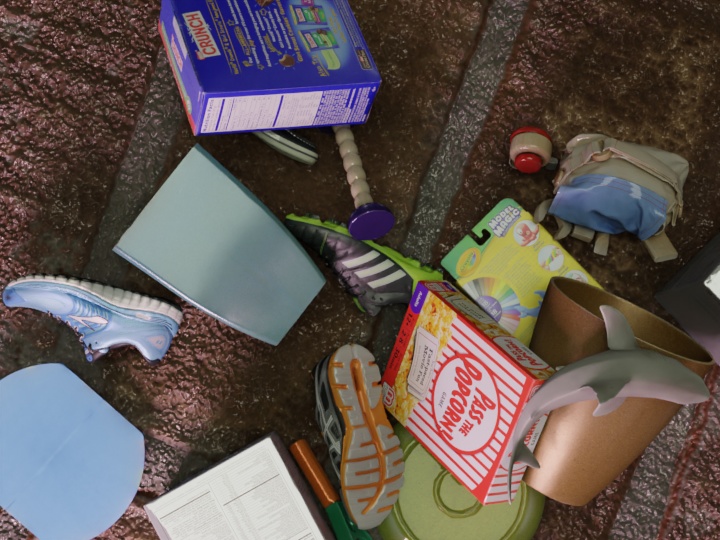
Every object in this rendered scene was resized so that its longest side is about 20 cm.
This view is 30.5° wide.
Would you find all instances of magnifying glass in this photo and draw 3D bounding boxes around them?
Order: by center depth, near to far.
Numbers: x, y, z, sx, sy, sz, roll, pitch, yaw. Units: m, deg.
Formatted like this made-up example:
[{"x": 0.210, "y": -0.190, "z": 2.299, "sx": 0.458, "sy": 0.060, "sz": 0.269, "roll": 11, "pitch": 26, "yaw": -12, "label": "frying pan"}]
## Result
[{"x": -0.018, "y": 0.274, "z": 1.446, "sx": 0.022, "sy": 0.080, "sz": 0.200, "roll": -37, "pitch": 75, "yaw": 11, "label": "magnifying glass"}]

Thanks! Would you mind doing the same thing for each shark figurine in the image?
[{"x": 0.210, "y": 0.124, "z": 1.244, "sx": 0.214, "sy": 0.090, "sz": 0.128, "roll": -28, "pitch": 105, "yaw": 12, "label": "shark figurine"}]

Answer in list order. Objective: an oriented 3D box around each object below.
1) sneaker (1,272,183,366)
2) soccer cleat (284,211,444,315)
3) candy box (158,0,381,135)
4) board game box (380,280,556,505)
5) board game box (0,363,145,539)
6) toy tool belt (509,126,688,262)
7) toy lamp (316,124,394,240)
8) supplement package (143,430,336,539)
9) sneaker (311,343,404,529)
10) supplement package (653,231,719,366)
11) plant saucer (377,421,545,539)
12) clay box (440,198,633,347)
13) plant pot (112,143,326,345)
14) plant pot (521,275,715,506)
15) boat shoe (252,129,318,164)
[{"x": -0.301, "y": 0.055, "z": 1.452, "sx": 0.199, "sy": 0.078, "sz": 0.090, "roll": 14, "pitch": 88, "yaw": 0, "label": "sneaker"}, {"x": 0.000, "y": 0.000, "z": 1.455, "sx": 0.199, "sy": 0.068, "sz": 0.081, "roll": 25, "pitch": 91, "yaw": -14, "label": "soccer cleat"}, {"x": -0.101, "y": -0.234, "z": 1.420, "sx": 0.199, "sy": 0.077, "sz": 0.169, "roll": -6, "pitch": 55, "yaw": -22, "label": "candy box"}, {"x": 0.110, "y": 0.123, "z": 1.381, "sx": 0.046, "sy": 0.200, "sz": 0.152, "roll": 0, "pitch": 118, "yaw": -39, "label": "board game box"}, {"x": -0.337, "y": 0.202, "z": 1.459, "sx": 0.200, "sy": 0.039, "sz": 0.158, "roll": 41, "pitch": 80, "yaw": -3, "label": "board game box"}, {"x": 0.254, "y": -0.081, "z": 1.442, "sx": 0.199, "sy": 0.125, "sz": 0.123, "roll": 13, "pitch": 63, "yaw": 0, "label": "toy tool belt"}, {"x": -0.012, "y": -0.128, "z": 1.448, "sx": 0.058, "sy": 0.058, "sz": 0.200, "roll": -16, "pitch": 56, "yaw": -2, "label": "toy lamp"}, {"x": -0.109, "y": 0.295, "z": 1.396, "sx": 0.150, "sy": 0.152, "sz": 0.200, "roll": -29, "pitch": 86, "yaw": -3, "label": "supplement package"}, {"x": -0.008, "y": 0.183, "z": 1.447, "sx": 0.078, "sy": 0.077, "sz": 0.201, "roll": -3, "pitch": 83, "yaw": -34, "label": "sneaker"}, {"x": 0.451, "y": 0.038, "z": 1.406, "sx": 0.147, "sy": 0.200, "sz": 0.191, "roll": -44, "pitch": 88, "yaw": -5, "label": "supplement package"}, {"x": 0.109, "y": 0.244, "z": 1.466, "sx": 0.199, "sy": 0.031, "sz": 0.201, "roll": 0, "pitch": 86, "yaw": -1, "label": "plant saucer"}, {"x": 0.194, "y": 0.026, "z": 1.477, "sx": 0.115, "sy": 0.048, "sz": 0.200, "roll": -44, "pitch": 87, "yaw": -3, "label": "clay box"}, {"x": -0.143, "y": -0.016, "z": 1.434, "sx": 0.200, "sy": 0.141, "sz": 0.142, "roll": 38, "pitch": 86, "yaw": -6, "label": "plant pot"}, {"x": 0.238, "y": 0.136, "z": 1.374, "sx": 0.186, "sy": 0.186, "sz": 0.201, "roll": 26, "pitch": 101, "yaw": 1, "label": "plant pot"}, {"x": -0.121, "y": -0.192, "z": 1.479, "sx": 0.200, "sy": 0.075, "sz": 0.062, "roll": 40, "pitch": 91, "yaw": 7, "label": "boat shoe"}]
